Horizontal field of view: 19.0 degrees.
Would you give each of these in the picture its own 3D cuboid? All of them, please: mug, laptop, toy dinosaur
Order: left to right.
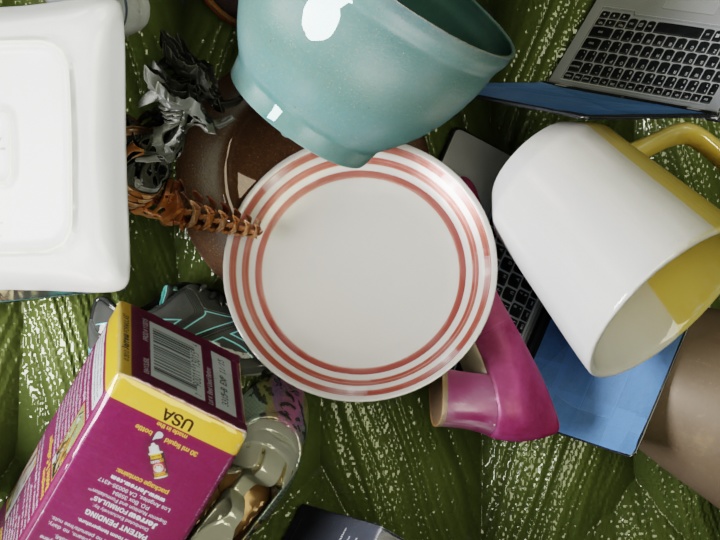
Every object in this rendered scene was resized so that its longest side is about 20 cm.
[{"bbox_3d":[-0.157,-0.091,1.530,0.200,0.102,0.136,26,113,-32],"label":"toy dinosaur"},{"bbox_3d":[0.137,0.013,1.626,0.199,0.116,0.188,27,80,-15],"label":"laptop"},{"bbox_3d":[0.184,-0.176,1.586,0.116,0.187,0.200,39,77,-37],"label":"laptop"},{"bbox_3d":[0.186,-0.029,1.572,0.186,0.150,0.153,-9,50,-50],"label":"mug"}]

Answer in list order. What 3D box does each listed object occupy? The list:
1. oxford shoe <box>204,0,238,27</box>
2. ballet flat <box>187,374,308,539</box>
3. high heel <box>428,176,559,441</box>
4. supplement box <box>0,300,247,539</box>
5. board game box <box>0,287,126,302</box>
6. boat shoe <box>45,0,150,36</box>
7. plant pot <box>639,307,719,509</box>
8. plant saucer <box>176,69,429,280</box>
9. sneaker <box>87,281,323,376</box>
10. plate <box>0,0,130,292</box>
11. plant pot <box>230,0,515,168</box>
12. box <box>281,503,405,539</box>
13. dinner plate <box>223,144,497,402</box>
[{"bbox_3d":[-0.088,-0.230,1.574,0.200,0.072,0.071,31,73,-27],"label":"oxford shoe"},{"bbox_3d":[-0.092,0.167,1.573,0.069,0.071,0.200,36,78,-13],"label":"ballet flat"},{"bbox_3d":[0.102,0.028,1.600,0.095,0.067,0.201,7,64,-16],"label":"high heel"},{"bbox_3d":[-0.169,0.145,1.482,0.103,0.131,0.200,27,107,-16],"label":"supplement box"},{"bbox_3d":[-0.245,-0.079,1.553,0.135,0.028,0.201,-6,90,-18],"label":"board game box"},{"bbox_3d":[-0.213,-0.254,1.551,0.200,0.071,0.070,58,29,10],"label":"boat shoe"},{"bbox_3d":[0.303,0.110,1.651,0.174,0.200,0.201,24,81,1],"label":"plant pot"},{"bbox_3d":[-0.037,-0.069,1.609,0.199,0.037,0.201,1,87,-15],"label":"plant saucer"},{"bbox_3d":[-0.104,0.044,1.571,0.199,0.075,0.080,-9,89,-18],"label":"sneaker"},{"bbox_3d":[-0.254,-0.084,1.483,0.199,0.032,0.201,0,93,22],"label":"plate"},{"bbox_3d":[-0.009,-0.159,1.518,0.200,0.200,0.134,32,107,-14],"label":"plant pot"},{"bbox_3d":[-0.008,0.260,1.529,0.104,0.200,0.148,31,81,-14],"label":"box"},{"bbox_3d":[0.000,0.000,1.560,0.199,0.024,0.201,-1,71,2],"label":"dinner plate"}]
